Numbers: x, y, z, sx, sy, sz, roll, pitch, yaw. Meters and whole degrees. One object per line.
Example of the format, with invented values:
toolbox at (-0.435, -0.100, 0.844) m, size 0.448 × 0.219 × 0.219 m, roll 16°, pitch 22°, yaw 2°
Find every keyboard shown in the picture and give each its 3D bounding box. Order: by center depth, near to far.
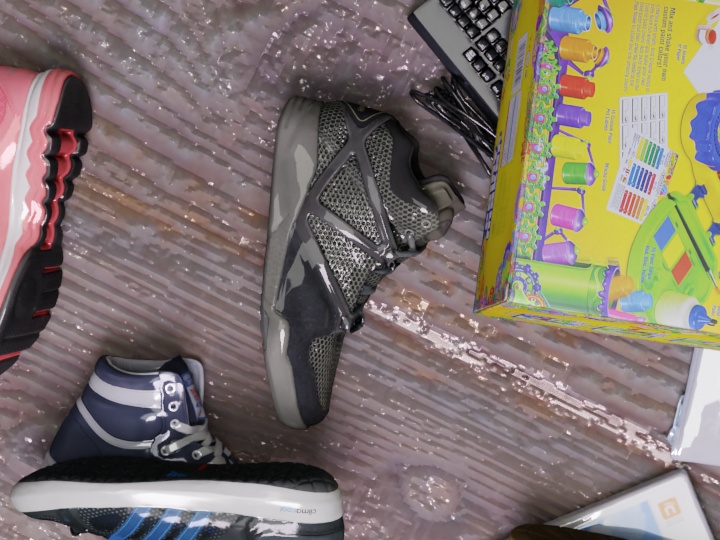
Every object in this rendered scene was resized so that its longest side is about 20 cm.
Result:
keyboard at (0.110, -0.092, 1.326) m, size 0.104 × 0.040 × 0.200 m, roll -41°, pitch 91°, yaw 5°

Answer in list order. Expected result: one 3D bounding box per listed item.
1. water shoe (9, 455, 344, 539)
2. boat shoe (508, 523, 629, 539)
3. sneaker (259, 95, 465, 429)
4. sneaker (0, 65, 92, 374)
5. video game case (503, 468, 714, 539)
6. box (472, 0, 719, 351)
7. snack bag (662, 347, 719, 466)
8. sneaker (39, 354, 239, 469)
water shoe at (-0.109, 0.153, 1.273) m, size 0.199 × 0.071 × 0.079 m, roll 1°, pitch 98°, yaw 13°
boat shoe at (0.180, 0.204, 1.315) m, size 0.199 × 0.073 × 0.065 m, roll 16°, pitch 106°, yaw 4°
sneaker at (0.000, 0.000, 1.320) m, size 0.114 × 0.076 × 0.200 m, roll 6°, pitch 90°, yaw 9°
sneaker at (-0.227, -0.030, 1.343) m, size 0.086 × 0.074 × 0.201 m, roll 15°, pitch 92°, yaw 15°
video game case at (0.143, 0.243, 1.360) m, size 0.199 × 0.022 × 0.183 m, roll -23°, pitch 93°, yaw 5°
box at (0.178, -0.062, 1.255) m, size 0.192 × 0.122 × 0.201 m, roll 9°, pitch 85°, yaw -5°
snack bag at (0.299, 0.041, 1.336) m, size 0.199 × 0.021 × 0.189 m, roll 11°, pitch 96°, yaw 2°
sneaker at (-0.090, 0.122, 1.338) m, size 0.199 × 0.070 × 0.109 m, roll 24°, pitch 97°, yaw 4°
